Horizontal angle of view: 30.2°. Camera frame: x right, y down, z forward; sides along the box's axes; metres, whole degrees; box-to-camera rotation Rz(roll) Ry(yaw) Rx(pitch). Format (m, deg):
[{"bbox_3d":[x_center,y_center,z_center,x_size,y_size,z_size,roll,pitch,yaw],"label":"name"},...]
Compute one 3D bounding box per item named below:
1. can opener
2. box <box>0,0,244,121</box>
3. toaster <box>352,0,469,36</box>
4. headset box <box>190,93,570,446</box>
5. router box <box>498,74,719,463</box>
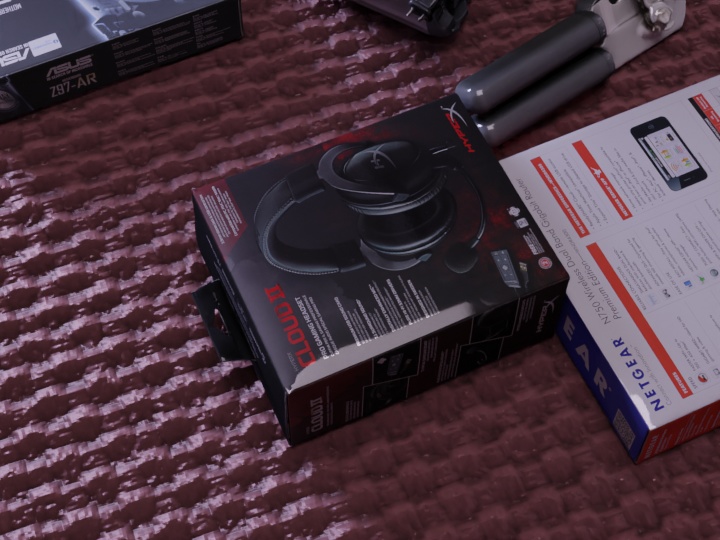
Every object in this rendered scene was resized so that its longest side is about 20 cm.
[{"bbox_3d":[0.145,-0.150,0.912,0.199,0.053,0.066,-35,31,-21],"label":"can opener"},{"bbox_3d":[-0.202,-0.201,0.937,0.199,0.044,0.161,-21,61,-13],"label":"box"},{"bbox_3d":[0.035,-0.254,0.933,0.128,0.114,0.201,23,63,17],"label":"toaster"},{"bbox_3d":[0.000,0.000,0.798,0.199,0.077,0.149,-20,61,-14],"label":"headset box"},{"bbox_3d":[0.198,-0.009,0.820,0.178,0.049,0.201,-21,61,-12],"label":"router box"}]
